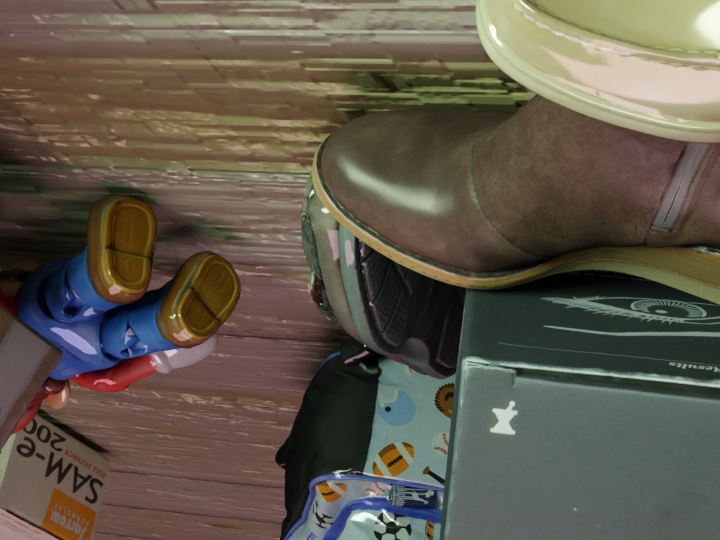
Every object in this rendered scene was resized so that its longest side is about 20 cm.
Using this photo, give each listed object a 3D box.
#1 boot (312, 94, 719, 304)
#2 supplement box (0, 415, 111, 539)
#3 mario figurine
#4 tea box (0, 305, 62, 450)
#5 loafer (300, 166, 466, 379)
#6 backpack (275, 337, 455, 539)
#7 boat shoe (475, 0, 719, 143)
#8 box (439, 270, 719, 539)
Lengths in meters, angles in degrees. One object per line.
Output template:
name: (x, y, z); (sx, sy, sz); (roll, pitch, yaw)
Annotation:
boot: (0.079, -0.057, 0.697); (0.200, 0.072, 0.166); (13, 148, 9)
supplement box: (-0.293, 0.139, 1.425); (0.200, 0.074, 0.126); (3, 159, 25)
mario figurine: (-0.148, 0.010, 1.008); (0.200, 0.124, 0.106); (-21, -173, 44)
tea box: (-0.282, 0.057, 0.913); (0.197, 0.200, 0.134); (28, 170, 29)
loafer: (0.000, 0.000, 0.870); (0.063, 0.072, 0.200); (15, 166, 19)
backpack: (0.058, 0.125, 1.083); (0.190, 0.154, 0.200); (4, 159, -10)
boat shoe: (0.133, -0.077, 0.574); (0.200, 0.072, 0.065); (8, 152, 4)
box: (0.106, 0.061, 0.773); (0.148, 0.104, 0.200); (7, -165, 4)
